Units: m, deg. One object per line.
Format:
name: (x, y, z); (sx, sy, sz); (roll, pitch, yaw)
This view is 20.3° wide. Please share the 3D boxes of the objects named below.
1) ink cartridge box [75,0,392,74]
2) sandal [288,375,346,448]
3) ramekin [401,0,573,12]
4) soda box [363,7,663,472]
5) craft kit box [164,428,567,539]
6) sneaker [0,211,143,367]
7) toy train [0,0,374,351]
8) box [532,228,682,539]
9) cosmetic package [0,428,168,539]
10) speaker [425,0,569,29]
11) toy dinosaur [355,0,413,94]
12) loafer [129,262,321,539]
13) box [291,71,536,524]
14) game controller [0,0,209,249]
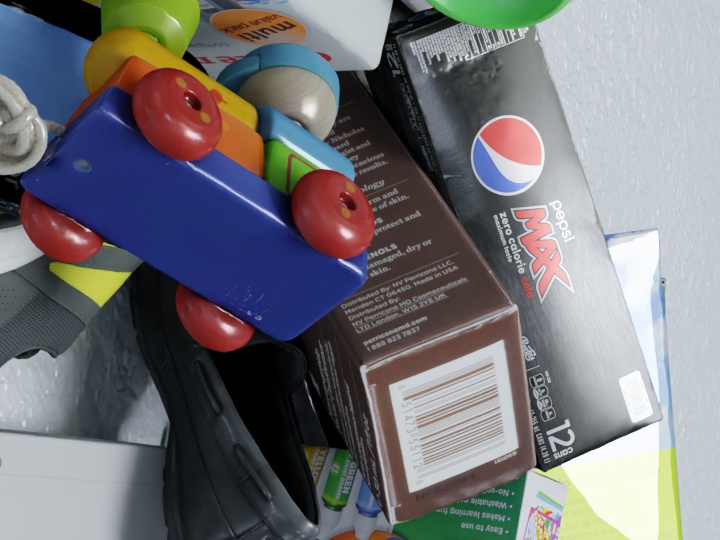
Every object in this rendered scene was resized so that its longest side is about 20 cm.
ink cartridge box: (-0.084, -0.178, 0.798); (0.200, 0.144, 0.146); (29, 68, -56)
sandal: (-0.009, 0.072, 0.994); (0.076, 0.043, 0.201); (-41, 111, -25)
ramekin: (0.054, -0.212, 1.006); (0.200, 0.097, 0.201); (39, 34, -32)
soda box: (0.064, -0.019, 0.881); (0.063, 0.071, 0.201); (-21, 101, -13)
craft kit box: (-0.018, 0.179, 0.898); (0.048, 0.199, 0.199); (23, 72, -56)
sneaker: (-0.128, -0.012, 0.833); (0.200, 0.074, 0.085); (-24, 133, -57)
toy train: (-0.085, -0.067, 0.721); (0.199, 0.085, 0.116); (32, 39, -28)
box: (0.091, 0.085, 0.960); (0.121, 0.048, 0.202); (-7, 95, -19)
cosmetic package: (-0.146, 0.141, 0.821); (0.200, 0.051, 0.152); (16, 82, -59)
speaker: (0.071, -0.196, 0.847); (0.089, 0.088, 0.201); (60, 34, -43)
toy dinosaur: (0.005, -0.139, 1.021); (0.102, 0.076, 0.201); (-56, 144, -58)
loafer: (-0.055, 0.045, 0.883); (0.068, 0.070, 0.202); (32, 36, -45)
box: (0.000, 0.000, 0.872); (0.074, 0.200, 0.101); (-20, 134, -10)
game controller: (-0.134, -0.069, 0.750); (0.199, 0.042, 0.105); (20, 41, -35)
